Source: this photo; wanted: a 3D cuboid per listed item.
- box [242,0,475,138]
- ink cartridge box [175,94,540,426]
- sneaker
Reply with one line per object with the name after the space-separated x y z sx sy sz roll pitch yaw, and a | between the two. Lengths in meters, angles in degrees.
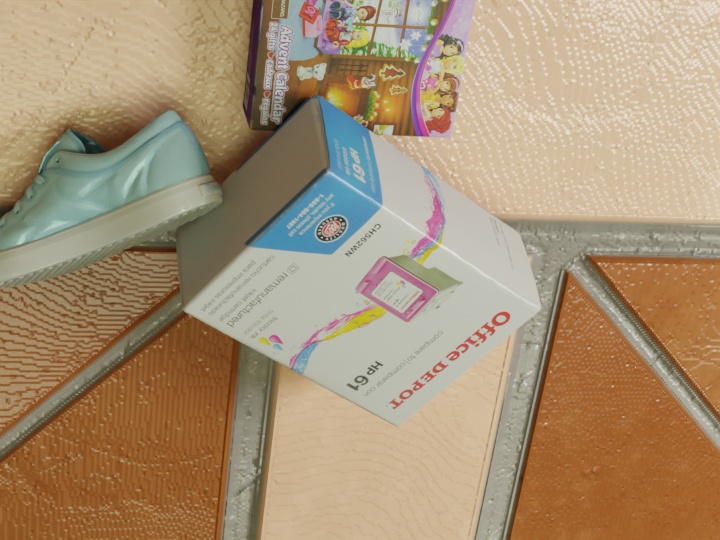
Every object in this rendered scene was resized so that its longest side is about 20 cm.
0.004 -0.183 0.901 0.137 0.039 0.200 1 120 -13 | box
0.000 0.000 0.958 0.200 0.085 0.145 30 120 -34 | ink cartridge box
-0.189 -0.045 0.934 0.200 0.074 0.082 -20 86 9 | sneaker
